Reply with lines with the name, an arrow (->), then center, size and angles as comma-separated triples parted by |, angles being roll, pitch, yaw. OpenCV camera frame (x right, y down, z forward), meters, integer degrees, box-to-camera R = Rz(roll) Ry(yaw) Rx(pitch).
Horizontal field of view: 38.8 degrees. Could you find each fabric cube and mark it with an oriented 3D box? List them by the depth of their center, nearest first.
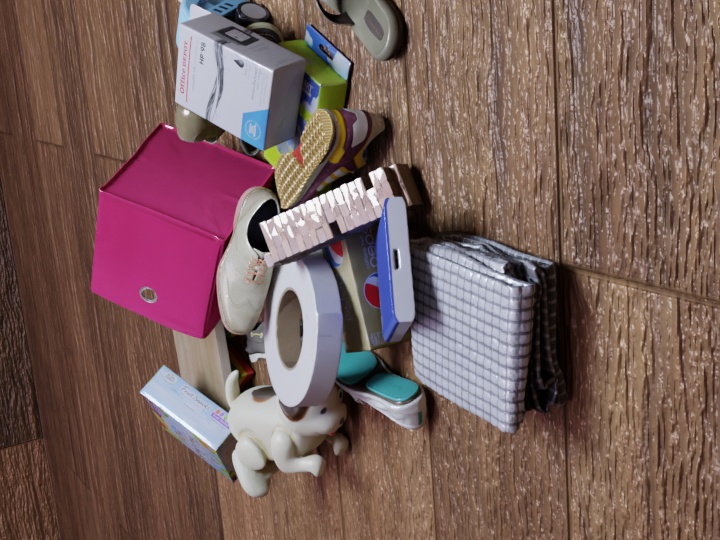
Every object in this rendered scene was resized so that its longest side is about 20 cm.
fabric cube -> -0.261, -0.059, 1.505 | 0.196, 0.200, 0.200 | 23, 132, 5

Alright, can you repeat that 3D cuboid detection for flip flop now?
flip flop -> -0.020, -0.317, 1.202 | 0.200, 0.057, 0.081 | 57, 144, 31

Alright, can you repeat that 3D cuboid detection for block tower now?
block tower -> -0.029, -0.065, 1.216 | 0.200, 0.054, 0.058 | -24, 83, 26

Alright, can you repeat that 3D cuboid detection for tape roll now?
tape roll -> -0.076, 0.075, 1.316 | 0.203, 0.037, 0.204 | -178, 90, -66

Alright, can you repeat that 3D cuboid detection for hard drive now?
hard drive -> 0.037, 0.005, 1.155 | 0.200, 0.025, 0.133 | 99, 167, -80

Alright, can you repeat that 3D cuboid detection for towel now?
towel -> 0.131, 0.055, 1.067 | 0.200, 0.085, 0.166 | 23, 119, 57

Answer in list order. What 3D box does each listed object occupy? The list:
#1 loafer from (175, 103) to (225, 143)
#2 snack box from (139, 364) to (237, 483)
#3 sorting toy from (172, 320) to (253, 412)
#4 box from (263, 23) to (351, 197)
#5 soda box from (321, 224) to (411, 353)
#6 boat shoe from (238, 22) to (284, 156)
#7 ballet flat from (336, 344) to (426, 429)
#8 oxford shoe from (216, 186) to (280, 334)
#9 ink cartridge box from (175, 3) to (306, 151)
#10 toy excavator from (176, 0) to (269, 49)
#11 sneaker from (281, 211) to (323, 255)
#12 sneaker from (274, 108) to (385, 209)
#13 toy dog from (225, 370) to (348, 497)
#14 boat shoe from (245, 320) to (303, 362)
loafer -> -0.220, -0.223, 1.468 | 0.076, 0.200, 0.068 | 28, 104, 9
snack box -> -0.270, 0.261, 1.719 | 0.168, 0.068, 0.200 | 34, 161, 16
sorting toy -> -0.253, 0.131, 1.764 | 0.199, 0.069, 0.201 | 4, 104, 59
box -> -0.073, -0.207, 1.348 | 0.122, 0.048, 0.201 | 49, 141, 39
soda box -> 0.000, 0.000, 1.286 | 0.068, 0.064, 0.201 | -14, 88, 60
boat shoe -> -0.138, -0.244, 1.407 | 0.201, 0.071, 0.066 | 104, 163, -47
ballet flat -> 0.018, 0.154, 1.324 | 0.200, 0.069, 0.070 | 26, 123, 53
oxford shoe -> -0.146, -0.010, 1.344 | 0.074, 0.071, 0.201 | -153, 70, -70
ink cartridge box -> -0.173, -0.252, 1.317 | 0.200, 0.067, 0.116 | 30, 130, 24
toy excavator -> -0.221, -0.369, 1.469 | 0.200, 0.194, 0.100 | 34, 136, 13
sneaker -> -0.091, -0.035, 1.423 | 0.200, 0.074, 0.080 | 24, 127, 54
sneaker -> -0.040, -0.133, 1.274 | 0.200, 0.090, 0.075 | -41, 59, 57
toy dog -> -0.094, 0.204, 1.467 | 0.200, 0.139, 0.194 | -37, 76, 44
boat shoe -> -0.127, 0.096, 1.533 | 0.202, 0.072, 0.061 | -22, 87, 64
